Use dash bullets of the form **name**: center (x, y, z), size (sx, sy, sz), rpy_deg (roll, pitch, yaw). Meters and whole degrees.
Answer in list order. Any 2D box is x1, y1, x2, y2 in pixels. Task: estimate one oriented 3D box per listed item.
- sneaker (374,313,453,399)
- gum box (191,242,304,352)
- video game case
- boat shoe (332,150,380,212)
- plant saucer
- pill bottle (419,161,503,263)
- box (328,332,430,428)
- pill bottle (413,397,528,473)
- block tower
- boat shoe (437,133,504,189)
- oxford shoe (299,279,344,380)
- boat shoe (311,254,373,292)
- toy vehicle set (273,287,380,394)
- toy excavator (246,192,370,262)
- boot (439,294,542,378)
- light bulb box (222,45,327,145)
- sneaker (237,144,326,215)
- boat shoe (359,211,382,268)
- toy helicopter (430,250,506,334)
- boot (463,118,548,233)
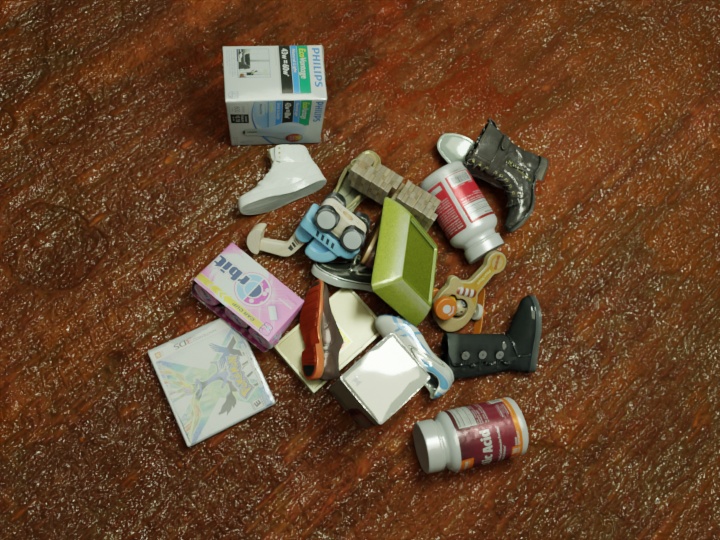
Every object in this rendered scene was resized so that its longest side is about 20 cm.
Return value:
- **sneaker**: center (0.100, 0.165, 1.230), size (0.200, 0.072, 0.072), rpy_deg (45, 49, 4)
- **gum box**: center (-0.217, 0.056, 1.231), size (0.200, 0.066, 0.114), rpy_deg (38, 57, 4)
- **video game case**: center (-0.287, 0.208, 1.213), size (0.181, 0.022, 0.201), rpy_deg (-25, 80, -14)
- **boat shoe**: center (-0.016, -0.182, 1.343), size (0.073, 0.063, 0.201), rpy_deg (35, 72, 2)
- **plant saucer**: center (0.099, -0.016, 1.240), size (0.048, 0.200, 0.201), rpy_deg (-6, 61, 30)
- **pill bottle**: center (0.219, -0.121, 1.337), size (0.112, 0.112, 0.201), rpy_deg (-26, 80, -15)
- **box**: center (0.030, 0.210, 1.167), size (0.128, 0.200, 0.109), rpy_deg (-39, 84, -17)
- **pill bottle**: center (0.210, 0.320, 1.208), size (0.198, 0.114, 0.115), rpy_deg (-10, 76, -11)
- **block tower**: center (0.071, -0.161, 1.297), size (0.199, 0.054, 0.058), rpy_deg (33, 63, 3)
- **boat shoe**: center (0.259, -0.240, 1.407), size (0.199, 0.060, 0.076), rpy_deg (34, 97, 0)
- **oxford shoe**: center (-0.073, 0.118, 1.231), size (0.072, 0.071, 0.202), rpy_deg (14, 67, -34)
- **boat shoe**: center (0.000, 0.000, 1.283), size (0.198, 0.071, 0.064), rpy_deg (11, 114, -12)
- **toy vehicle set**: center (-0.061, 0.136, 1.265), size (0.200, 0.027, 0.124), rpy_deg (-40, 83, -17)
- **toy excavator**: center (-0.106, -0.067, 1.259), size (0.194, 0.100, 0.200), rpy_deg (38, 115, -10)
- **boot**: center (0.262, 0.134, 1.276), size (0.198, 0.066, 0.166), rpy_deg (-1, 97, -7)
- **light bulb box**: center (-0.177, -0.358, 1.299), size (0.198, 0.198, 0.126), rpy_deg (-4, 77, -8)
- **sneaker**: center (-0.184, -0.197, 1.323), size (0.199, 0.074, 0.116), rpy_deg (-24, 77, -24)
- **boat shoe**: center (0.054, -0.064, 1.277), size (0.070, 0.071, 0.200), rpy_deg (32, 38, -4)
- **toy helicopter**: center (0.235, 0.046, 1.303), size (0.132, 0.079, 0.200), rpy_deg (43, 88, -21)
- **boot**: center (0.295, -0.199, 1.334), size (0.173, 0.069, 0.201), rpy_deg (24, 82, -14)
